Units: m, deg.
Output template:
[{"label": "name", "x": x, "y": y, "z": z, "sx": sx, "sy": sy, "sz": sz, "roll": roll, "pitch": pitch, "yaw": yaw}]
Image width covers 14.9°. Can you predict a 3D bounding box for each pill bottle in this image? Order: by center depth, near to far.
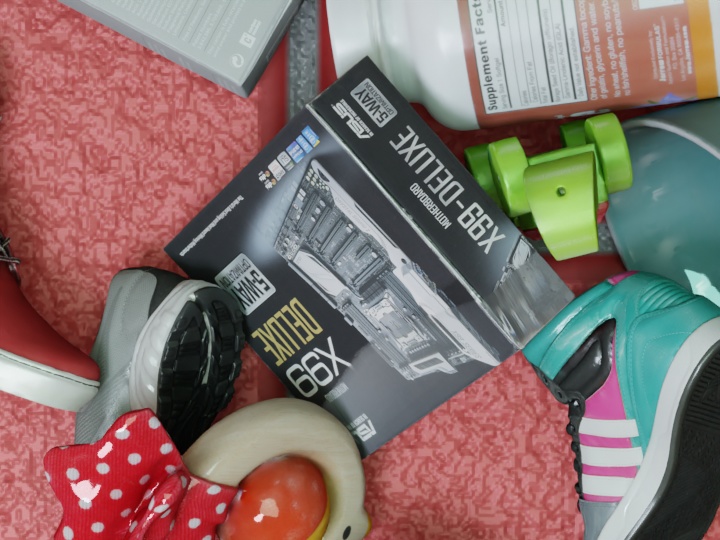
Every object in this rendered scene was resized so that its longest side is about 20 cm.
[{"label": "pill bottle", "x": 0.087, "y": -0.131, "z": 1.381, "sx": 0.199, "sy": 0.112, "sz": 0.113, "roll": -7, "pitch": 92, "yaw": 7}]

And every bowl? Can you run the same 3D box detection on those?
[{"label": "bowl", "x": 0.225, "y": -0.018, "z": 1.410, "sx": 0.105, "sy": 0.201, "sz": 0.201, "roll": -34, "pitch": 91, "yaw": -17}]

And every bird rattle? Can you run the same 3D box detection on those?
[{"label": "bird rattle", "x": -0.071, "y": 0.131, "z": 1.427, "sx": 0.163, "sy": 0.113, "sz": 0.200, "roll": -40, "pitch": 126, "yaw": -20}]

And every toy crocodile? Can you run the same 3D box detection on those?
[{"label": "toy crocodile", "x": 0.096, "y": -0.041, "z": 1.392, "sx": 0.067, "sy": 0.200, "sz": 0.062, "roll": -14, "pitch": 93, "yaw": -5}]

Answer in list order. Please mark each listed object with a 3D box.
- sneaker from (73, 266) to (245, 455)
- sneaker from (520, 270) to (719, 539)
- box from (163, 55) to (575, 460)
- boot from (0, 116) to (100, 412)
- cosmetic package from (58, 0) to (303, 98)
[{"label": "sneaker", "x": -0.122, "y": 0.092, "z": 1.472, "sx": 0.079, "sy": 0.074, "sz": 0.201, "roll": 26, "pitch": 104, "yaw": 38}, {"label": "sneaker", "x": 0.131, "y": 0.080, "z": 1.457, "sx": 0.121, "sy": 0.083, "sz": 0.201, "roll": 45, "pitch": 131, "yaw": 36}, {"label": "box", "x": 0.000, "y": 0.000, "z": 1.401, "sx": 0.158, "sy": 0.200, "sz": 0.050, "roll": 49, "pitch": 58, "yaw": -1}, {"label": "boot", "x": -0.198, "y": -0.025, "z": 1.447, "sx": 0.200, "sy": 0.072, "sz": 0.145, "roll": 31, "pitch": 89, "yaw": 16}, {"label": "cosmetic package", "x": -0.127, "y": -0.173, "z": 1.438, "sx": 0.200, "sy": 0.107, "sz": 0.090, "roll": 31, "pitch": 91, "yaw": -2}]
